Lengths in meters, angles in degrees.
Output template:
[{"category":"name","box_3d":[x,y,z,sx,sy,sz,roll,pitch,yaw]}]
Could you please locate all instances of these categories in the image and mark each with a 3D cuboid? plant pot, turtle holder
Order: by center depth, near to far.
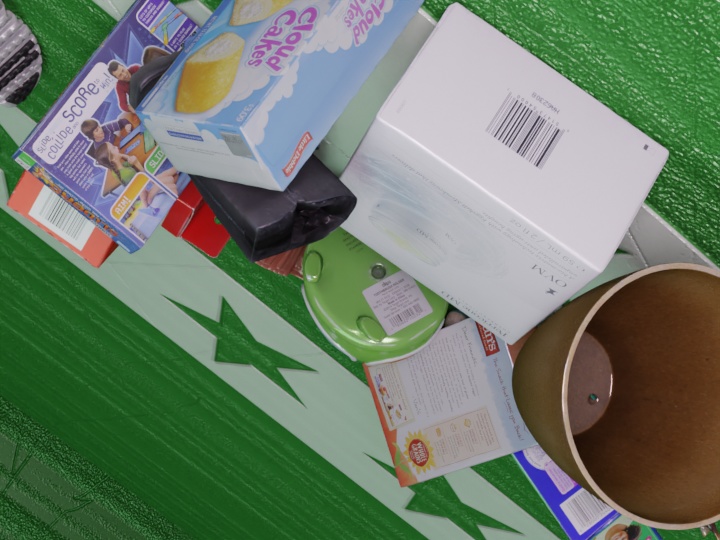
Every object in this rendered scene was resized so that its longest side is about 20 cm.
[{"category":"plant pot","box_3d":[0.197,0.092,1.110,0.186,0.187,0.200,39,168,-13]},{"category":"turtle holder","box_3d":[-0.003,0.010,1.383,0.184,0.142,0.132,29,159,7]}]

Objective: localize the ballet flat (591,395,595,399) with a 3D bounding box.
[{"category":"ballet flat","box_3d":[0.232,0.118,1.393,0.070,0.071,0.200,12,149,40]}]

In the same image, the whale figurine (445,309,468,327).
[{"category":"whale figurine","box_3d":[0.102,0.114,1.535,0.158,0.104,0.201,31,133,10]}]

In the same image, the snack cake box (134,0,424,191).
[{"category":"snack cake box","box_3d":[-0.056,-0.158,1.049,0.114,0.201,0.067,11,147,41]}]

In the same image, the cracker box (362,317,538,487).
[{"category":"cracker box","box_3d":[0.101,0.124,1.414,0.199,0.057,0.135,-26,78,46]}]

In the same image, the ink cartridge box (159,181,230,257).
[{"category":"ink cartridge box","box_3d":[-0.188,-0.118,1.401,0.199,0.117,0.067,35,148,-4]}]

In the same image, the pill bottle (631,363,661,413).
[{"category":"pill bottle","box_3d":[0.287,0.133,1.279,0.108,0.109,0.201,25,155,18]}]

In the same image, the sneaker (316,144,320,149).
[{"category":"sneaker","box_3d":[-0.073,-0.115,1.327,0.078,0.080,0.200,33,177,11]}]

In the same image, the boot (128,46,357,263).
[{"category":"boot","box_3d":[-0.066,-0.112,1.117,0.200,0.164,0.066,47,161,36]}]

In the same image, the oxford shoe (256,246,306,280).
[{"category":"oxford shoe","box_3d":[-0.033,-0.013,1.499,0.199,0.071,0.074,33,-161,-20]}]

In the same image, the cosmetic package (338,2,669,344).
[{"category":"cosmetic package","box_3d":[0.096,-0.067,1.128,0.199,0.123,0.200,34,158,-1]}]

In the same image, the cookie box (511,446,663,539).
[{"category":"cookie box","box_3d":[0.232,0.232,1.462,0.172,0.075,0.200,56,-176,40]}]

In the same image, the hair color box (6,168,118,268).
[{"category":"hair color box","box_3d":[-0.262,-0.092,1.463,0.110,0.200,0.064,35,118,-3]}]

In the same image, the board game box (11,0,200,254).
[{"category":"board game box","box_3d":[-0.195,-0.135,1.276,0.135,0.201,0.034,40,156,-15]}]

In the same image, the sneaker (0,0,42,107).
[{"category":"sneaker","box_3d":[-0.394,-0.252,1.493,0.081,0.075,0.201,36,159,33]}]

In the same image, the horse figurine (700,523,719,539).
[{"category":"horse figurine","box_3d":[0.363,0.233,1.434,0.199,0.050,0.133,7,128,61]}]
